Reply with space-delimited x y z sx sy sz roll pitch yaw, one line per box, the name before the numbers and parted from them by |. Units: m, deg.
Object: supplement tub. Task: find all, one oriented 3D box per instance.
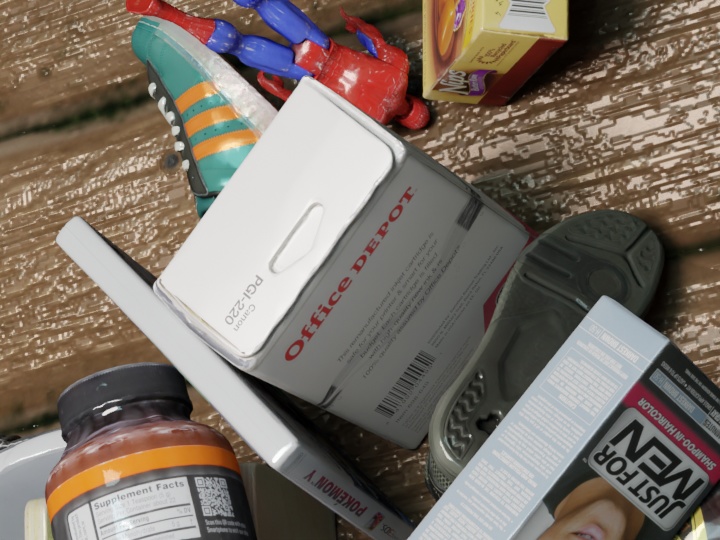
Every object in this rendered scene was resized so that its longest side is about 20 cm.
supplement tub | -0.105 0.153 1.483 0.107 0.107 0.201 -24 66 19

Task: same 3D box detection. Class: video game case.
video game case | -0.067 0.066 1.566 0.023 0.182 0.200 -47 60 0

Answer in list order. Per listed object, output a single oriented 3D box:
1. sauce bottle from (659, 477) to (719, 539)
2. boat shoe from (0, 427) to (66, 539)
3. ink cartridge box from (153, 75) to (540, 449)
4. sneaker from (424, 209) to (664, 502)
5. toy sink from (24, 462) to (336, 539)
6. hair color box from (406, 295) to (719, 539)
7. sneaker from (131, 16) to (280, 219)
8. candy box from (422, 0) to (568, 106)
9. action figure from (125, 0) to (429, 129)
sauce bottle | 0.178 0.147 1.486 0.200 0.066 0.066 -41 61 9
boat shoe | -0.224 0.132 1.702 0.200 0.070 0.066 -31 41 21
ink cartridge box | 0.000 0.000 1.540 0.085 0.200 0.146 38 94 30
sneaker | 0.094 0.057 1.549 0.076 0.114 0.200 30 62 6
toy sink | -0.122 0.194 1.598 0.199 0.112 0.131 -11 71 24
hair color box | 0.103 0.124 1.445 0.200 0.099 0.061 -51 41 -1
sneaker | -0.083 -0.075 1.679 0.080 0.071 0.200 -47 62 3
candy box | 0.076 -0.207 1.608 0.056 0.117 0.201 4 74 -15
action figure | -0.047 -0.135 1.629 0.065 0.199 0.099 -60 29 4
